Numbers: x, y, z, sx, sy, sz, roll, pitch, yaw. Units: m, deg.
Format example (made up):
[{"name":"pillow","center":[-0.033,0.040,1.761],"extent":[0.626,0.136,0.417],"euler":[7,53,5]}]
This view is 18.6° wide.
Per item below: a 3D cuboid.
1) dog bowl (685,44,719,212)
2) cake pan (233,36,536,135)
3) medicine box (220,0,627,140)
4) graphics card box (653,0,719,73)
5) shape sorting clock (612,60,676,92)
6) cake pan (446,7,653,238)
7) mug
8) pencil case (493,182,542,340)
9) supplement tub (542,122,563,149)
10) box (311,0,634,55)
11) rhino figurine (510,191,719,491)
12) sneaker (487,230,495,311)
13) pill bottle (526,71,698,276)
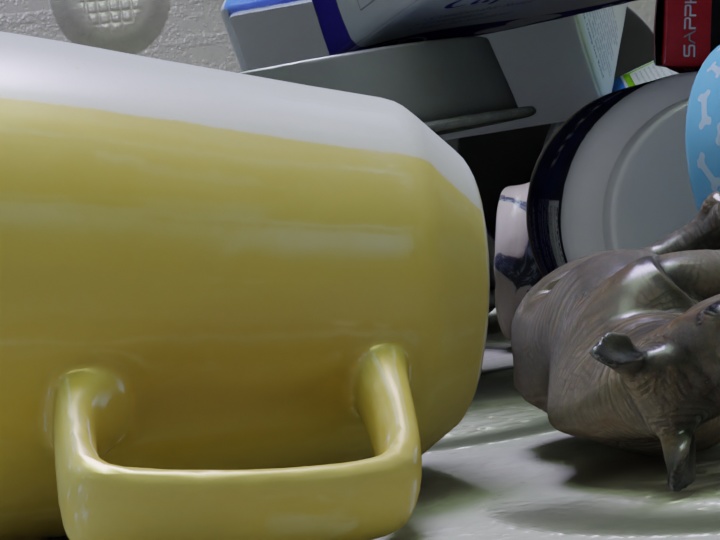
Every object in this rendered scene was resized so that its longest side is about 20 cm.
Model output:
[{"name":"dog bowl","center":[0.187,-0.033,0.768],"extent":[0.200,0.112,0.050],"euler":[10,-16,-42]},{"name":"cake pan","center":[-0.028,-0.063,0.916],"extent":[0.200,0.037,0.200],"euler":[-10,2,0]},{"name":"medicine box","center":[0.044,-0.160,1.185],"extent":[0.182,0.103,0.200],"euler":[-9,34,18]},{"name":"graphics card box","center":[0.230,-0.101,0.900],"extent":[0.200,0.051,0.125],"euler":[4,3,19]},{"name":"shape sorting clock","center":[0.197,-0.095,1.109],"extent":[0.200,0.039,0.200],"euler":[-26,12,6]},{"name":"cake pan","center":[0.114,-0.080,1.309],"extent":[0.200,0.200,0.037],"euler":[-9,13,-34]},{"name":"mug","center":[-0.044,0.021,0.639],"extent":[0.153,0.187,0.149],"euler":[1,-32,-14]},{"name":"pencil case","center":[0.157,-0.013,1.061],"extent":[0.200,0.078,0.089],"euler":[-7,-17,17]},{"name":"supplement tub","center":[0.210,-0.049,1.211],"extent":[0.200,0.123,0.123],"euler":[-6,3,35]},{"name":"box","center":[0.087,-0.170,0.883],"extent":[0.184,0.105,0.200],"euler":[-14,-5,-23]},{"name":"rhino figurine","center":[0.091,0.022,0.630],"extent":[0.087,0.060,0.200],"euler":[-26,4,-2]},{"name":"sneaker","center":[-0.004,-0.038,1.196],"extent":[0.200,0.073,0.114],"euler":[28,-8,-10]},{"name":"pill bottle","center":[0.134,-0.022,0.895],"extent":[0.116,0.116,0.200],"euler":[-8,3,-2]}]
